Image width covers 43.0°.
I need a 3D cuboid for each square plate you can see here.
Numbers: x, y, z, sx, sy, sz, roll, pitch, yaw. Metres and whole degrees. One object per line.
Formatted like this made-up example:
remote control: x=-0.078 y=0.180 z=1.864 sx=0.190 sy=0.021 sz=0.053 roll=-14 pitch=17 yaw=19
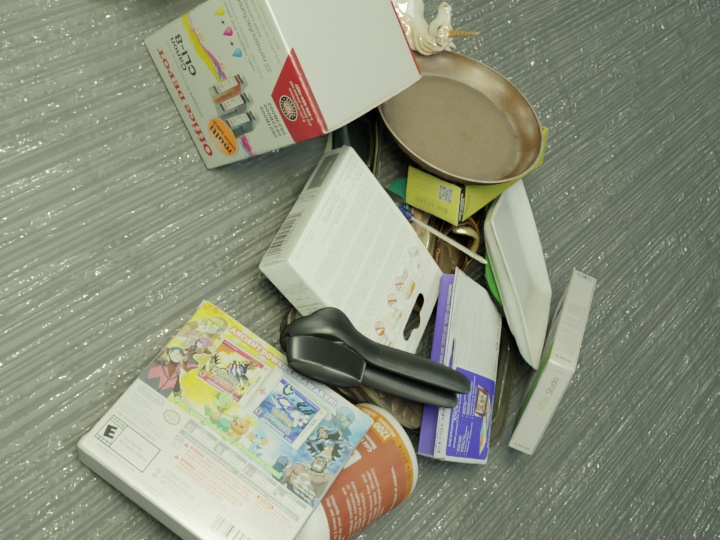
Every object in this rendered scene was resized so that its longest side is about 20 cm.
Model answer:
square plate: x=0.193 y=-0.012 z=1.123 sx=0.199 sy=0.028 sz=0.202 roll=-60 pitch=134 yaw=-59

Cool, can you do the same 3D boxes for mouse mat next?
mouse mat: x=0.184 y=-0.001 z=1.142 sx=0.200 sy=0.007 sz=0.163 roll=53 pitch=34 yaw=-46

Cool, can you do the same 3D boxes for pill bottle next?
pill bottle: x=-0.044 y=0.219 z=0.899 sx=0.199 sy=0.111 sz=0.114 roll=-24 pitch=101 yaw=-42

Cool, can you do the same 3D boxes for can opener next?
can opener: x=0.013 y=0.093 z=0.874 sx=0.198 sy=0.063 sz=0.080 roll=21 pitch=54 yaw=-24

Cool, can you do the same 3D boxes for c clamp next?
c clamp: x=0.141 y=0.133 z=1.139 sx=0.170 sy=0.027 sz=0.202 roll=33 pitch=64 yaw=-35

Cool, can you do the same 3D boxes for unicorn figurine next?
unicorn figurine: x=0.032 y=-0.311 z=1.029 sx=0.074 sy=0.197 sz=0.139 roll=72 pitch=19 yaw=-76

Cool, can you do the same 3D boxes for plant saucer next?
plant saucer: x=0.106 y=-0.165 z=1.007 sx=0.197 sy=0.032 sz=0.202 roll=11 pitch=50 yaw=-13

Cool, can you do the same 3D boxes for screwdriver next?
screwdriver: x=0.064 y=-0.048 z=0.987 sx=0.029 sy=0.200 sz=0.028 roll=-23 pitch=129 yaw=-24

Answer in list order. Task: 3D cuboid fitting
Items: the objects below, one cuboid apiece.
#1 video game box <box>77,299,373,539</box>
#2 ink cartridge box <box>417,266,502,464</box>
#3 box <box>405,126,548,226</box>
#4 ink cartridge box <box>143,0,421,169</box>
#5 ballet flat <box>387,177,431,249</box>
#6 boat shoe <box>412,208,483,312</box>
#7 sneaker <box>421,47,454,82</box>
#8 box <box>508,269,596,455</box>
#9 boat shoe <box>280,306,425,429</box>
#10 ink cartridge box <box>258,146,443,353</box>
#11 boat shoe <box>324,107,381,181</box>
video game box: x=-0.117 y=0.151 z=0.817 sx=0.199 sy=0.047 sz=0.183 roll=35 pitch=59 yaw=7
ink cartridge box: x=0.108 y=0.111 z=1.019 sx=0.200 sy=0.043 sz=0.201 roll=30 pitch=66 yaw=-64
box: x=0.139 y=-0.123 z=1.061 sx=0.199 sy=0.075 sz=0.051 roll=-33 pitch=139 yaw=-42
ink cartridge box: x=-0.076 y=-0.201 z=0.862 sx=0.144 sy=0.199 sz=0.147 roll=-37 pitch=109 yaw=-36
ballet flat: x=0.045 y=-0.009 z=1.043 sx=0.067 sy=0.067 sz=0.202 roll=38 pitch=63 yaw=-40
boat shoe: x=0.119 y=-0.035 z=1.107 sx=0.072 sy=0.071 sz=0.201 roll=49 pitch=56 yaw=-27
sneaker: x=0.077 y=-0.202 z=1.086 sx=0.100 sy=0.074 sz=0.201 roll=-45 pitch=115 yaw=-37
box: x=0.239 y=0.110 z=1.131 sx=0.200 sy=0.036 sz=0.146 roll=-56 pitch=165 yaw=-52
boat shoe: x=-0.005 y=0.098 z=0.978 sx=0.200 sy=0.073 sz=0.075 roll=46 pitch=53 yaw=-22
ink cartridge box: x=0.000 y=0.000 z=0.945 sx=0.201 sy=0.047 sz=0.161 roll=51 pitch=48 yaw=-31
boat shoe: x=-0.004 y=-0.177 z=1.017 sx=0.074 sy=0.061 sz=0.203 roll=15 pitch=75 yaw=-39
